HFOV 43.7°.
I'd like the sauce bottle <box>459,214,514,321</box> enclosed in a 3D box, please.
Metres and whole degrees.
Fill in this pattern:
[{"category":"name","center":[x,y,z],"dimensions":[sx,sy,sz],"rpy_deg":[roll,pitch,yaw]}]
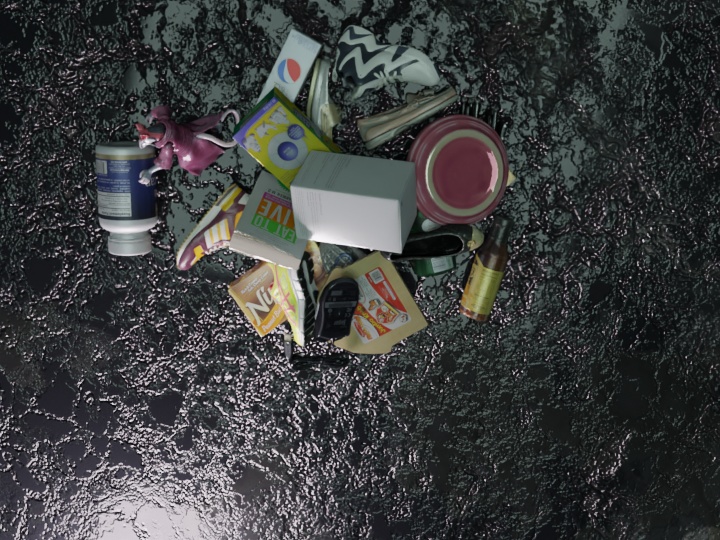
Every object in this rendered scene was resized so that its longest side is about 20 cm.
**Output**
[{"category":"sauce bottle","center":[0.248,-0.005,1.738],"dimensions":[0.065,0.066,0.204],"rpy_deg":[17,101,-3]}]

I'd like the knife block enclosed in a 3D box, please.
[{"category":"knife block","center":[0.201,-0.212,1.688],"dimensions":[0.199,0.064,0.176],"rpy_deg":[-40,99,10]}]

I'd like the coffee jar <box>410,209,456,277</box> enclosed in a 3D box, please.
[{"category":"coffee jar","center":[0.122,-0.097,1.696],"dimensions":[0.084,0.104,0.204],"rpy_deg":[-13,102,-5]}]

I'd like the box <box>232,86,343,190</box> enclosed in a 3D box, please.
[{"category":"box","center":[-0.124,-0.221,1.635],"dimensions":[0.117,0.049,0.199],"rpy_deg":[-38,119,22]}]

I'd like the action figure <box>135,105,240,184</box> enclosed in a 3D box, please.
[{"category":"action figure","center":[-0.324,-0.231,1.622],"dimensions":[0.146,0.199,0.137],"rpy_deg":[-8,85,26]}]

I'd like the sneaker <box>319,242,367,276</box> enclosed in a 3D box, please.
[{"category":"sneaker","center":[0.000,0.000,1.729],"dimensions":[0.199,0.088,0.074],"rpy_deg":[41,115,-15]}]

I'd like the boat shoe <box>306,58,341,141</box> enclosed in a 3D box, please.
[{"category":"boat shoe","center":[-0.068,-0.291,1.674],"dimensions":[0.067,0.075,0.204],"rpy_deg":[7,114,-2]}]

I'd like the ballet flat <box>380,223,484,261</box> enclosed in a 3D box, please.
[{"category":"ballet flat","center":[0.131,-0.041,1.618],"dimensions":[0.196,0.057,0.068],"rpy_deg":[-8,127,-10]}]

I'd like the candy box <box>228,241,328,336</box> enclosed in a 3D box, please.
[{"category":"candy box","center":[-0.146,0.023,1.753],"dimensions":[0.198,0.055,0.116],"rpy_deg":[-34,103,9]}]

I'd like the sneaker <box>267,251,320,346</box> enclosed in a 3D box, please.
[{"category":"sneaker","center":[-0.128,0.049,1.702],"dimensions":[0.089,0.078,0.204],"rpy_deg":[7,119,25]}]

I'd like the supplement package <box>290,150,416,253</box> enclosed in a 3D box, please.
[{"category":"supplement package","center":[-0.009,-0.122,1.576],"dimensions":[0.196,0.118,0.119],"rpy_deg":[9,131,16]}]

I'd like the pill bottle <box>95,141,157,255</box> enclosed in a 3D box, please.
[{"category":"pill bottle","center":[-0.439,-0.136,1.693],"dimensions":[0.108,0.111,0.205],"rpy_deg":[1,104,1]}]

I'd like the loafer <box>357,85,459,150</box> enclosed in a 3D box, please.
[{"category":"loafer","center":[0.085,-0.297,1.670],"dimensions":[0.197,0.072,0.064],"rpy_deg":[-29,94,10]}]

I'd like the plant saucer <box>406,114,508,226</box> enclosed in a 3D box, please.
[{"category":"plant saucer","center":[0.180,-0.177,1.615],"dimensions":[0.196,0.051,0.205],"rpy_deg":[-2,100,-14]}]

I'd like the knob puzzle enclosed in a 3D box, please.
[{"category":"knob puzzle","center":[0.003,0.071,1.696],"dimensions":[0.214,0.031,0.224],"rpy_deg":[2,115,3]}]

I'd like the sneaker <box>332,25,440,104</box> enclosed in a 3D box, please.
[{"category":"sneaker","center":[0.037,-0.346,1.627],"dimensions":[0.196,0.080,0.132],"rpy_deg":[25,77,-4]}]

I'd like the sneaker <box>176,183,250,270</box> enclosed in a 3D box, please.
[{"category":"sneaker","center":[-0.272,-0.065,1.726],"dimensions":[0.090,0.075,0.201],"rpy_deg":[39,102,-3]}]

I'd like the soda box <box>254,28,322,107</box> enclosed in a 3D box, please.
[{"category":"soda box","center":[-0.141,-0.340,1.661],"dimensions":[0.063,0.068,0.202],"rpy_deg":[27,102,-6]}]

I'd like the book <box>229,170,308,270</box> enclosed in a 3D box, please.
[{"category":"book","center":[-0.151,-0.093,1.658],"dimensions":[0.131,0.202,0.049],"rpy_deg":[21,130,-5]}]

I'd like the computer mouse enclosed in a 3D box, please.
[{"category":"computer mouse","center":[-0.077,0.095,1.659],"dimensions":[0.138,0.046,0.203],"rpy_deg":[-6,123,-20]}]
